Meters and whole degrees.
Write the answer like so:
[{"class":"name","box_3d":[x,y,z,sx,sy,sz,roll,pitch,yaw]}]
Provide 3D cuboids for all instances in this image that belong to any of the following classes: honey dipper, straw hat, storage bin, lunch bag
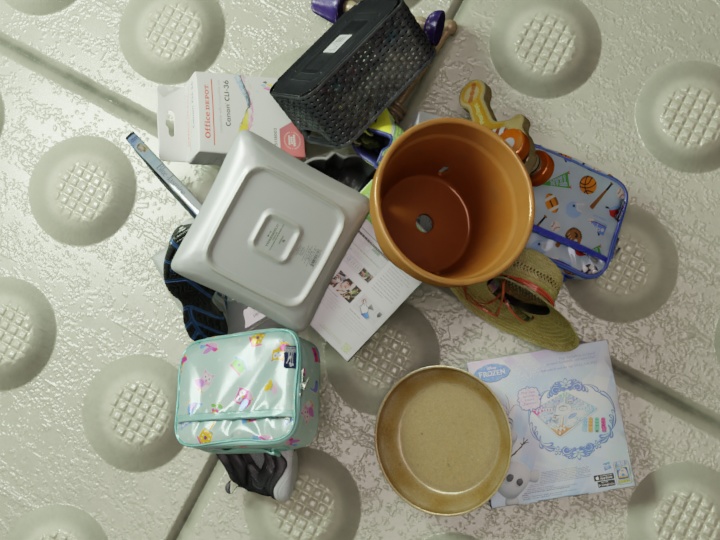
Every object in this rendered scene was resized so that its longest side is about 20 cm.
[{"class":"honey dipper","box_3d":[0.084,-0.287,1.336,0.038,0.038,0.201,33,84,7]},{"class":"straw hat","box_3d":[0.219,0.019,1.211,0.200,0.201,0.085,31,73,7]},{"class":"storage bin","box_3d":[-0.011,-0.273,1.243,0.200,0.135,0.094,-48,120,-11]},{"class":"lunch bag","box_3d":[0.270,-0.075,1.261,0.198,0.076,0.162,22,82,-7]},{"class":"lunch bag","box_3d":[-0.149,0.166,1.205,0.198,0.077,0.162,-8,64,23]}]

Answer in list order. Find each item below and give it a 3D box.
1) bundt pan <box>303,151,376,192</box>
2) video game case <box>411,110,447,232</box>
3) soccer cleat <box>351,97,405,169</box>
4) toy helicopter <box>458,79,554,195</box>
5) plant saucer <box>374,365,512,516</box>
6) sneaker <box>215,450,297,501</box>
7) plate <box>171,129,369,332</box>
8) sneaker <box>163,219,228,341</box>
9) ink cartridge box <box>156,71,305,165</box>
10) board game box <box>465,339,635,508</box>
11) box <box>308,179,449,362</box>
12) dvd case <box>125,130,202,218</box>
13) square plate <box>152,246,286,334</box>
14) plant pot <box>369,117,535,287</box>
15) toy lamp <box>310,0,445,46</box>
[{"class":"bundt pan","box_3d":[-0.029,-0.060,1.281,0.199,0.076,0.204,1,86,-9]},{"class":"video game case","box_3d":[0.141,-0.104,1.278,0.180,0.023,0.202,13,82,-21]},{"class":"soccer cleat","box_3d":[0.010,-0.193,1.254,0.200,0.083,0.065,48,125,46]},{"class":"toy helicopter","box_3d":[0.167,-0.175,1.224,0.132,0.079,0.201,-35,48,27]},{"class":"plant saucer","box_3d":[0.116,0.231,1.242,0.198,0.035,0.203,-2,85,25]},{"class":"sneaker","box_3d":[-0.144,0.217,1.265,0.112,0.075,0.202,0,81,6]},{"class":"plate","box_3d":[-0.108,-0.044,1.149,0.199,0.032,0.201,28,93,-19]},{"class":"sneaker","box_3d":[-0.219,0.007,1.218,0.075,0.201,0.077,-2,43,-3]},{"class":"ink cartridge box","box_3d":[-0.183,-0.212,1.286,0.198,0.067,0.118,-1,82,-25]},{"class":"board game box","box_3d":[0.259,0.210,1.254,0.198,0.043,0.201,-9,83,3]},{"class":"box","box_3d":[0.000,0.000,1.211,0.144,0.036,0.200,44,94,-3]},{"class":"dvd case","box_3d":[-0.238,-0.095,1.257,0.018,0.143,0.200,-42,68,-7]},{"class":"square plate","box_3d":[-0.177,0.012,1.318,0.199,0.028,0.199,-31,81,0]},{"class":"plant pot","box_3d":[0.098,-0.071,1.125,0.198,0.140,0.202,2,80,-12]},{"class":"toy lamp","box_3d":[0.023,-0.375,1.333,0.198,0.058,0.059,19,84,15]}]
